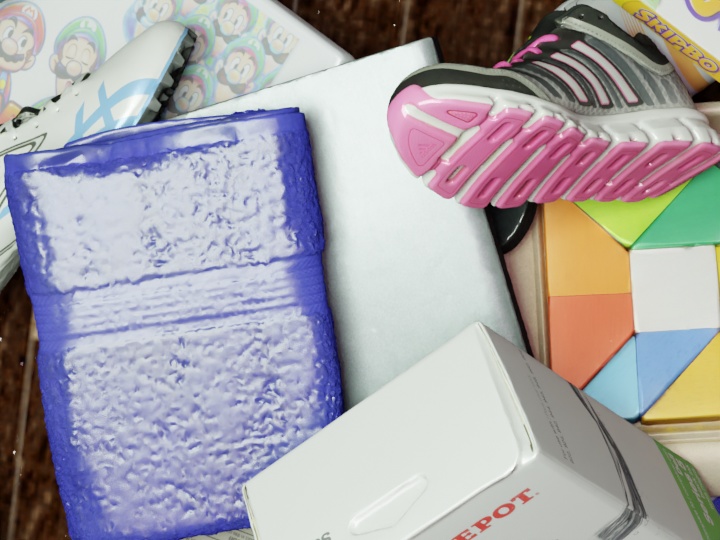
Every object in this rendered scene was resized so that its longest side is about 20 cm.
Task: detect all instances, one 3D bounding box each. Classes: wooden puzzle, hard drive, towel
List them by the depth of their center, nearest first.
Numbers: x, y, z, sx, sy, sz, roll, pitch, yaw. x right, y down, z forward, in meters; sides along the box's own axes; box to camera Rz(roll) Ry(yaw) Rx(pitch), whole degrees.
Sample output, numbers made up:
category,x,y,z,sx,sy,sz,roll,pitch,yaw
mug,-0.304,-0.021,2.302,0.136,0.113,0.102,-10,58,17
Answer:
category,x,y,z,sx,sy,sz,roll,pitch,yaw
towel,-0.084,0.028,1.106,0.148,0.050,0.200,-8,94,3
hard drive,0.000,0.000,1.136,0.139,0.033,0.200,-16,94,11
wooden puzzle,0.161,0.014,1.161,0.185,0.037,0.200,-4,82,4

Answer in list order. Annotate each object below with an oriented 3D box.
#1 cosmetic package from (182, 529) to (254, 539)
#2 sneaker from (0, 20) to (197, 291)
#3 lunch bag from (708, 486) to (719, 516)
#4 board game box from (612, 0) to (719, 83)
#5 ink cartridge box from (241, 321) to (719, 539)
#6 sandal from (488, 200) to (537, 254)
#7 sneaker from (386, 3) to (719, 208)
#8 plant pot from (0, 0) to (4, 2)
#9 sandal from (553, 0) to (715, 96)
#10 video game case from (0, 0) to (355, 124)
category,x,y,z,sx,sy,sz,roll,pitch,yaw
cosmetic package,-0.092,0.193,1.193,0.103,0.073,0.200,21,109,3
sneaker,-0.162,-0.059,1.159,0.072,0.072,0.200,44,107,-9
lunch bag,0.143,0.204,1.196,0.200,0.076,0.160,-41,85,4
board game box,0.211,-0.131,1.156,0.200,0.030,0.096,36,74,-1
ink cartridge box,0.066,0.126,1.071,0.145,0.200,0.084,-36,48,18
sandal,-0.004,-0.061,1.185,0.200,0.048,0.075,15,87,27
sneaker,0.086,-0.084,1.103,0.074,0.200,0.088,-46,55,42
plant pot,-0.228,-0.206,1.175,0.135,0.200,0.200,28,95,-30
sandal,0.173,-0.137,1.187,0.207,0.059,0.079,-32,89,6
video game case,-0.126,-0.089,1.201,0.200,0.024,0.182,38,102,20
